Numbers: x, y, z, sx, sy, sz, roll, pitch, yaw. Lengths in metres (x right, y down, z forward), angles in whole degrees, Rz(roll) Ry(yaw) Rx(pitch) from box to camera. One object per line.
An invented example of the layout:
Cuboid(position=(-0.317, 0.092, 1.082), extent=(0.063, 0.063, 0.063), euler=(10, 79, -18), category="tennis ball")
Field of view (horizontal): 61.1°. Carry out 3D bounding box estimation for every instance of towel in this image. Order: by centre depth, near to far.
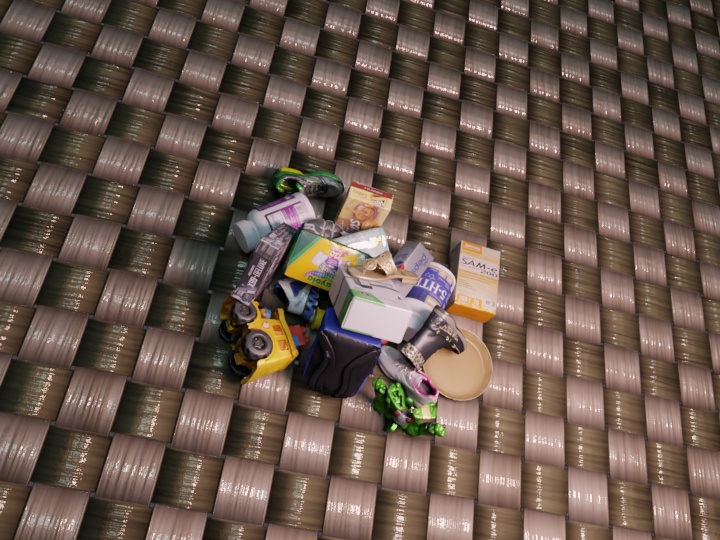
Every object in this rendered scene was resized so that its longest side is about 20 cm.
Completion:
Cuboid(position=(0.000, 0.000, 1.599), extent=(0.171, 0.048, 0.201), euler=(-17, 105, -23), category="towel")

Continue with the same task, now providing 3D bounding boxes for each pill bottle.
Cuboid(position=(-0.227, -0.121, 1.602), extent=(0.200, 0.112, 0.112), euler=(-26, 75, -25), category="pill bottle")
Cuboid(position=(0.163, 0.086, 1.617), extent=(0.119, 0.120, 0.200), euler=(29, 62, -2), category="pill bottle")

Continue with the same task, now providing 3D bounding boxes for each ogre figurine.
Cuboid(position=(0.102, 0.342, 1.481), extent=(0.199, 0.120, 0.098), euler=(20, 58, -8), category="ogre figurine")

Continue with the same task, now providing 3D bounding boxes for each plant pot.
Cuboid(position=(0.254, 0.248, 1.621), extent=(0.199, 0.027, 0.201), euler=(6, 65, -13), category="plant pot")

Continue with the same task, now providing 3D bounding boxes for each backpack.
Cuboid(position=(-0.040, 0.198, 1.465), extent=(0.162, 0.200, 0.168), euler=(21, 29, -2), category="backpack")

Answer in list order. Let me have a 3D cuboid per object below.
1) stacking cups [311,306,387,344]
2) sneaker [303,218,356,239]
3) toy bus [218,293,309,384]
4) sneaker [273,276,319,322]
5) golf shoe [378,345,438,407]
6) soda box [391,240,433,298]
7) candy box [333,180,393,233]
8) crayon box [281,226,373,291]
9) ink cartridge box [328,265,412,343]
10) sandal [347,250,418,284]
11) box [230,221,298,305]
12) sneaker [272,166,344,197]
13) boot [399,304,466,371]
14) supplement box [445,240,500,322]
Cuboid(position=(-0.023, 0.144, 1.567), extent=(0.199, 0.061, 0.061), euler=(14, 63, -10), category="stacking cups")
Cuboid(position=(-0.072, -0.078, 1.630), extent=(0.199, 0.083, 0.081), euler=(20, 79, -31), category="sneaker")
Cuboid(position=(-0.227, 0.151, 1.475), extent=(0.191, 0.136, 0.201), euler=(-11, 66, -34), category="toy bus")
Cuboid(position=(-0.160, 0.026, 1.571), extent=(0.115, 0.081, 0.200), euler=(13, 64, -11), category="sneaker")
Cuboid(position=(0.124, 0.259, 1.542), extent=(0.200, 0.092, 0.075), euler=(45, 64, 8), category="golf shoe")
Cuboid(position=(0.100, 0.018, 1.592), extent=(0.068, 0.063, 0.200), euler=(46, 74, -28), category="soda box")
Cuboid(position=(0.001, -0.147, 1.629), extent=(0.115, 0.200, 0.055), euler=(19, 61, -8), category="candy box")
Cuboid(position=(-0.080, -0.016, 1.510), extent=(0.199, 0.058, 0.119), euler=(21, 97, -18), category="crayon box")
Cuboid(position=(0.017, 0.074, 1.414), extent=(0.145, 0.200, 0.084), euler=(16, 106, -18), category="ink cartridge box")
Cuboid(position=(0.063, -0.015, 1.480), extent=(0.211, 0.070, 0.078), euler=(8, 20, -37), category="sandal")
Cuboid(position=(-0.225, -0.021, 1.468), extent=(0.050, 0.158, 0.200), euler=(30, 19, -1), category="box")
Cuboid(position=(-0.143, -0.227, 1.684), extent=(0.199, 0.078, 0.085), euler=(4, 35, -8), category="sneaker")
Cuboid(position=(0.182, 0.192, 1.536), extent=(0.154, 0.204, 0.073), euler=(-46, 50, -10), category="boot")
Cuboid(position=(0.316, 0.030, 1.712), extent=(0.126, 0.074, 0.201), euler=(15, 62, -10), category="supplement box")
